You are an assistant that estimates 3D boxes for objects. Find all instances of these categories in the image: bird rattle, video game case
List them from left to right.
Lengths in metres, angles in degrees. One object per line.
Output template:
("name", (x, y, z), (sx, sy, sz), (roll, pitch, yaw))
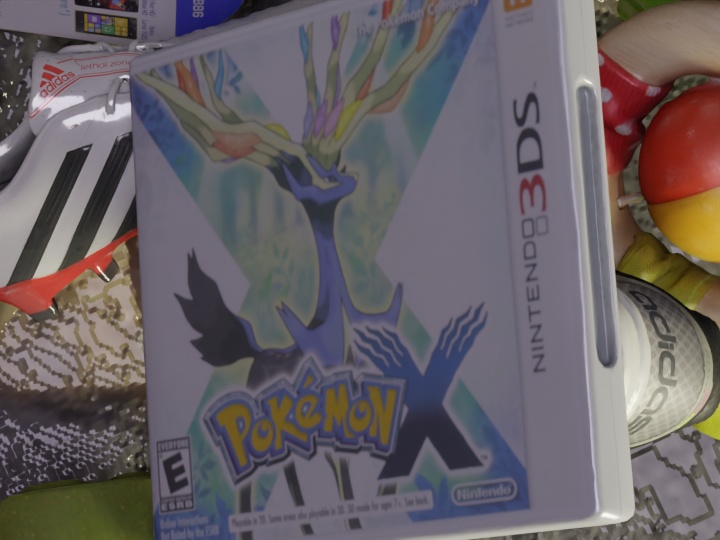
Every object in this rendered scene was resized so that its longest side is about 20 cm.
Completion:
("video game case", (0.000, 0.000, 0.905), (0.200, 0.022, 0.182), (-12, 79, 43))
("bird rattle", (0.113, -0.036, 1.011), (0.163, 0.113, 0.200), (-16, 83, 30))

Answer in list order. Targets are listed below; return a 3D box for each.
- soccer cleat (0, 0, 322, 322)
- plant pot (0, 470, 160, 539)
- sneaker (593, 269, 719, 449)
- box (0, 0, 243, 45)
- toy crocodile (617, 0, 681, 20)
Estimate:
("soccer cleat", (-0.077, -0.059, 1.018), (0.200, 0.069, 0.085), (-31, 120, 16))
("plant pot", (-0.097, 0.175, 1.003), (0.200, 0.200, 0.190), (-10, 81, 1))
("sneaker", (0.047, 0.034, 0.947), (0.087, 0.200, 0.074), (8, 83, -37))
("box", (-0.139, -0.141, 1.013), (0.200, 0.119, 0.041), (6, 54, -1))
("toy crocodile", (0.175, -0.159, 1.037), (0.200, 0.062, 0.068), (-50, 52, 4))
